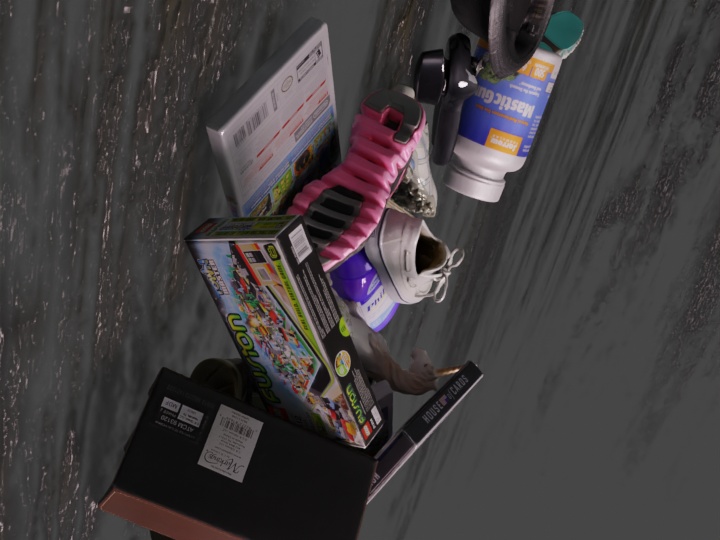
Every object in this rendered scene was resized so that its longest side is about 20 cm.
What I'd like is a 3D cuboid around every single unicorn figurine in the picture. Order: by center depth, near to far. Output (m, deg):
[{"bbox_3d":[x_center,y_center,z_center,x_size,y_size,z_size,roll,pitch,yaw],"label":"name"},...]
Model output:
[{"bbox_3d":[-0.001,0.067,0.835,0.198,0.137,0.075,22,106,-35],"label":"unicorn figurine"}]

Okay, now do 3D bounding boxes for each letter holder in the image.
[{"bbox_3d":[-0.109,0.185,0.699,0.142,0.197,0.102,-45,-157,57],"label":"letter holder"}]

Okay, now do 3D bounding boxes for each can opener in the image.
[{"bbox_3d":[0.103,-0.201,0.970,0.201,0.077,0.065,83,15,-64],"label":"can opener"}]

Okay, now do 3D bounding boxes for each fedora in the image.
[{"bbox_3d":[0.154,-0.320,0.907,0.201,0.090,0.203,-46,149,-38],"label":"fedora"}]

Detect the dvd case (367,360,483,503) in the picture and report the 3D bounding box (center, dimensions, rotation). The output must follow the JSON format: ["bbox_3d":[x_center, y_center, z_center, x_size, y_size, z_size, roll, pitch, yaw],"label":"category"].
[{"bbox_3d":[0.030,0.184,0.795,0.150,0.025,0.201,-32,162,-54],"label":"dvd case"}]

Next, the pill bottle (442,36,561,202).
[{"bbox_3d":[0.177,-0.198,1.066,0.112,0.111,0.204,-18,129,-62],"label":"pill bottle"}]

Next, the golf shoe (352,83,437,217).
[{"bbox_3d":[0.058,-0.129,0.920,0.099,0.077,0.200,-66,161,-13],"label":"golf shoe"}]

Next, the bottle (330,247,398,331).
[{"bbox_3d":[0.000,0.000,0.927,0.084,0.065,0.201,-56,157,-18],"label":"bottle"}]

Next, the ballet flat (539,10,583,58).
[{"bbox_3d":[0.269,-0.327,1.231,0.200,0.071,0.073,-45,152,-37],"label":"ballet flat"}]

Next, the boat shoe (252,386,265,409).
[{"bbox_3d":[-0.109,0.135,0.839,0.062,0.071,0.203,37,73,-45],"label":"boat shoe"}]

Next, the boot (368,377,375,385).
[{"bbox_3d":[-0.013,0.161,0.914,0.200,0.068,0.135,-56,149,-71],"label":"boot"}]

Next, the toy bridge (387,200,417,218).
[{"bbox_3d":[0.038,-0.059,0.952,0.028,0.066,0.200,-62,158,-4],"label":"toy bridge"}]

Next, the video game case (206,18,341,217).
[{"bbox_3d":[-0.066,-0.095,0.713,0.144,0.018,0.202,-53,156,-29],"label":"video game case"}]

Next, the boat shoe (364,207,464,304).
[{"bbox_3d":[0.070,-0.011,0.885,0.202,0.084,0.076,57,47,-63],"label":"boat shoe"}]

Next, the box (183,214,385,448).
[{"bbox_3d":[-0.060,0.051,0.673,0.035,0.109,0.203,-44,123,-40],"label":"box"}]

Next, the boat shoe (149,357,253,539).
[{"bbox_3d":[-0.143,0.179,0.777,0.066,0.071,0.205,-1,110,-61],"label":"boat shoe"}]

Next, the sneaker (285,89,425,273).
[{"bbox_3d":[-0.003,-0.068,0.762,0.201,0.078,0.096,-55,169,-20],"label":"sneaker"}]

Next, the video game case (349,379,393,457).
[{"bbox_3d":[-0.031,0.191,0.843,0.141,0.018,0.201,-24,150,-12],"label":"video game case"}]
